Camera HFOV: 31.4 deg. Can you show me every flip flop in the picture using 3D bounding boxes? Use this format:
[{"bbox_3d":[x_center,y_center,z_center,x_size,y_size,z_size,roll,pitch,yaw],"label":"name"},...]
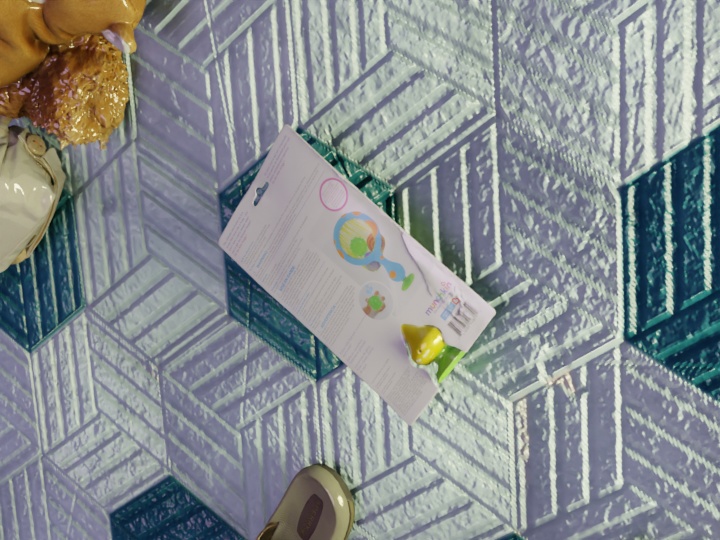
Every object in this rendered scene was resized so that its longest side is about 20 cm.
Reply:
[{"bbox_3d":[-0.062,0.244,1.025,0.081,0.057,0.202,36,121,23],"label":"flip flop"}]

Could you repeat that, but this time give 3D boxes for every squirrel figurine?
[{"bbox_3d":[-0.243,-0.195,1.008,0.183,0.143,0.201,-5,141,12],"label":"squirrel figurine"}]

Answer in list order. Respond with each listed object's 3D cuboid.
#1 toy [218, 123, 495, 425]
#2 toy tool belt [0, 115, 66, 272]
[{"bbox_3d":[0.000,0.000,0.919,0.200,0.047,0.116,44,121,15],"label":"toy"},{"bbox_3d":[-0.345,-0.061,1.135,0.200,0.124,0.124,-40,47,34],"label":"toy tool belt"}]
